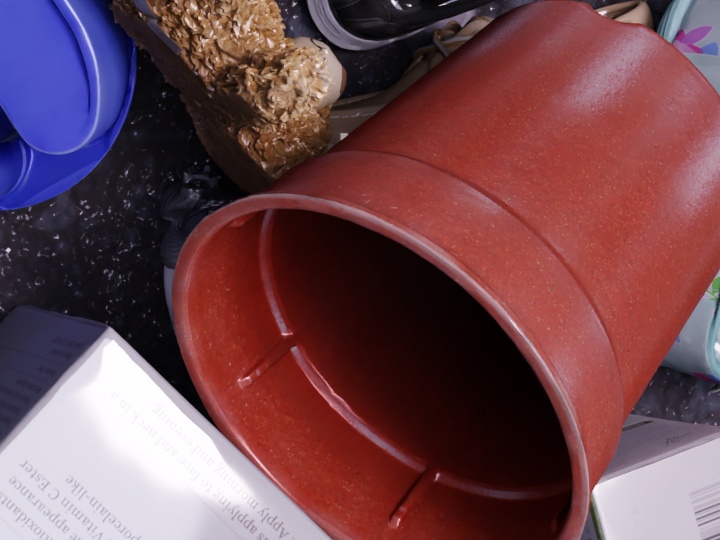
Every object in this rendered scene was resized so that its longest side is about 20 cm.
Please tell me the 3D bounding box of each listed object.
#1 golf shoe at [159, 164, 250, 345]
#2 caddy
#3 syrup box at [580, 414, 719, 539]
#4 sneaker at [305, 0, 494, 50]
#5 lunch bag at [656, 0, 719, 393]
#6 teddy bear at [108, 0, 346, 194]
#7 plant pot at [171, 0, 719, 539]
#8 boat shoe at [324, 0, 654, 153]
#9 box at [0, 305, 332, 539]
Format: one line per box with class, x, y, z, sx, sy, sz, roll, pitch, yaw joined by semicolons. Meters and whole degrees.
golf shoe;0.000;0.000;1.287;0.199;0.078;0.095;0;111;-16
caddy;-0.188;-0.114;1.200;0.141;0.105;0.200;-31;102;11
syrup box;0.101;0.113;1.247;0.081;0.200;0.079;-18;98;-21
sneaker;0.071;-0.166;1.282;0.200;0.090;0.067;-32;102;-13
lunch bag;0.204;-0.036;1.319;0.160;0.077;0.201;5;95;-45
teddy bear;-0.063;-0.115;1.166;0.067;0.145;0.200;-44;115;-14
plant pot;0.058;-0.003;1.148;0.201;0.201;0.195;54;52;-13
boat shoe;0.051;-0.089;1.290;0.200;0.071;0.065;-12;105;-26
box;-0.105;0.131;1.186;0.199;0.200;0.131;45;78;-15
